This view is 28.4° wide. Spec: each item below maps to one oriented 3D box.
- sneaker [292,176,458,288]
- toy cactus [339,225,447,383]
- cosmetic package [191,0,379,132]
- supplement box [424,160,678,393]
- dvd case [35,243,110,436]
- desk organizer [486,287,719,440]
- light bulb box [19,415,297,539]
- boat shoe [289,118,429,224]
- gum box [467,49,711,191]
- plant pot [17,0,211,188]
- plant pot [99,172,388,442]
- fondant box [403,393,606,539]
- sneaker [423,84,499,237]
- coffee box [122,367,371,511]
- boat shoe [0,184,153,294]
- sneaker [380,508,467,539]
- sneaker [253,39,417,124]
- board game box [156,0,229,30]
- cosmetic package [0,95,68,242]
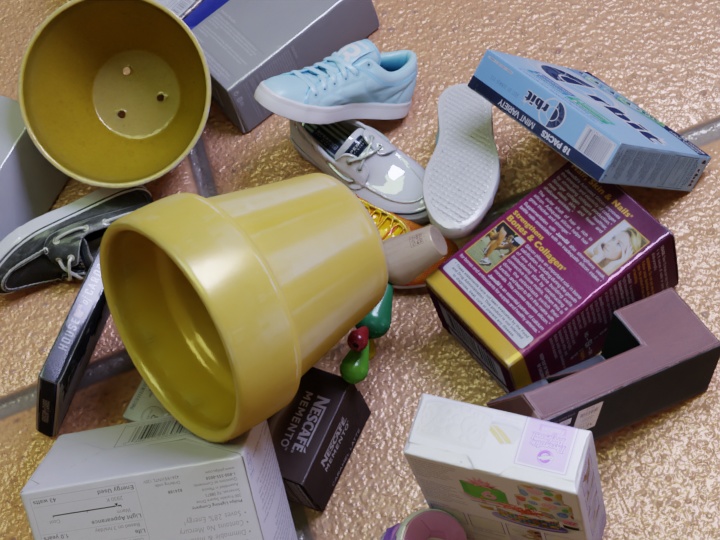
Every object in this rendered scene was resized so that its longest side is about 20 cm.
[{"bbox_3d":[0.004,-0.036,1.425,0.199,0.077,0.073,17,65,21],"label":"sneaker"},{"bbox_3d":[0.000,0.000,1.326,0.165,0.102,0.201,-28,42,24],"label":"toy cactus"},{"bbox_3d":[-0.089,-0.262,1.572,0.200,0.090,0.107,-37,59,-10],"label":"cosmetic package"},{"bbox_3d":[0.181,0.010,1.336,0.200,0.103,0.131,-38,57,-7],"label":"supplement box"},{"bbox_3d":[-0.273,0.068,1.374,0.025,0.200,0.151,23,66,-5],"label":"dvd case"},{"bbox_3d":[0.217,0.093,1.263,0.199,0.072,0.077,-20,52,-22],"label":"desk organizer"},{"bbox_3d":[-0.161,0.240,1.228,0.197,0.201,0.125,-10,16,8],"label":"light bulb box"},{"bbox_3d":[-0.004,-0.115,1.476,0.200,0.067,0.074,30,72,27],"label":"boat shoe"},{"bbox_3d":[0.223,-0.142,1.364,0.170,0.200,0.045,41,113,30],"label":"gum box"},{"bbox_3d":[-0.250,-0.190,1.522,0.199,0.142,0.201,0,95,2],"label":"plant pot"},{"bbox_3d":[-0.086,0.014,1.188,0.189,0.201,0.201,-28,55,-31],"label":"plant pot"},{"bbox_3d":[0.127,0.183,1.197,0.144,0.200,0.058,11,65,19],"label":"fondant box"},{"bbox_3d":[0.105,-0.093,1.408,0.074,0.082,0.200,2,47,11],"label":"sneaker"},{"bbox_3d":[-0.107,0.136,1.354,0.199,0.080,0.115,16,67,22],"label":"coffee box"},{"bbox_3d":[-0.306,-0.026,1.503,0.200,0.071,0.064,-32,57,-6],"label":"boat shoe"},{"bbox_3d":[0.041,0.306,1.229,0.080,0.088,0.201,10,80,-25],"label":"sneaker"},{"bbox_3d":[-0.022,-0.202,1.460,0.200,0.082,0.074,-10,36,-43],"label":"sneaker"},{"bbox_3d":[-0.212,-0.345,1.642,0.200,0.097,0.159,37,76,29],"label":"board game box"},{"bbox_3d":[-0.403,-0.078,1.535,0.081,0.113,0.200,20,70,24],"label":"cosmetic package"}]
